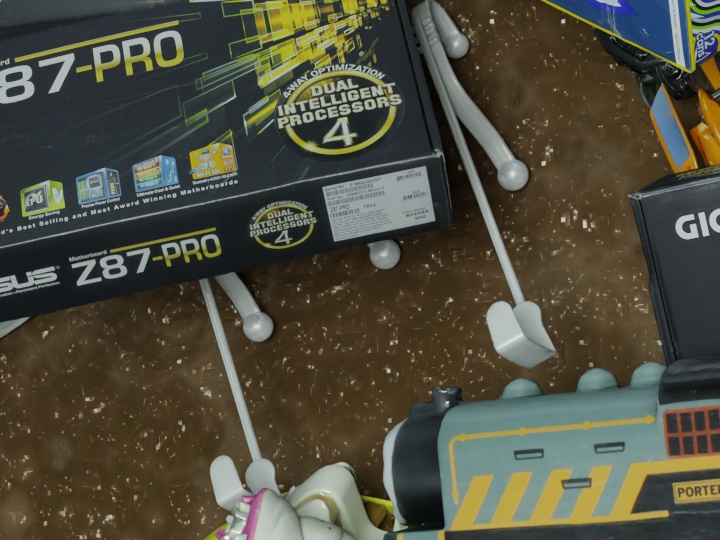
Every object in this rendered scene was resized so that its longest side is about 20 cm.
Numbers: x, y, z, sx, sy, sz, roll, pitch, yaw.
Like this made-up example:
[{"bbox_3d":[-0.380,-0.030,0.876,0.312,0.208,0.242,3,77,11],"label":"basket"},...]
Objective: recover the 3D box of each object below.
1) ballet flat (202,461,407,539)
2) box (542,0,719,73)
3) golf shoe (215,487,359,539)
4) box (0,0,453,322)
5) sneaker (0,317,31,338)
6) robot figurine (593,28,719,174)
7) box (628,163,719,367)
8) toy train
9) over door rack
[{"bbox_3d":[0.011,0.111,1.044,0.199,0.067,0.067,5,40,27],"label":"ballet flat"},{"bbox_3d":[0.074,-0.152,0.995,0.064,0.070,0.200,-35,45,-24],"label":"box"},{"bbox_3d":[-0.026,0.179,0.952,0.075,0.091,0.201,132,154,-55],"label":"golf shoe"},{"bbox_3d":[-0.073,-0.067,1.038,0.199,0.049,0.162,-12,47,1],"label":"box"},{"bbox_3d":[-0.226,0.031,1.163,0.200,0.121,0.084,-49,62,11],"label":"sneaker"},{"bbox_3d":[0.166,-0.092,1.011,0.145,0.058,0.201,-33,66,23],"label":"robot figurine"},{"bbox_3d":[0.214,0.046,0.925,0.199,0.050,0.199,-11,98,26],"label":"box"},{"bbox_3d":[0.096,0.091,0.926,0.199,0.085,0.115,-7,86,31],"label":"toy train"},{"bbox_3d":[0.000,0.000,1.069,0.147,0.067,0.201,-31,45,20],"label":"over door rack"}]
